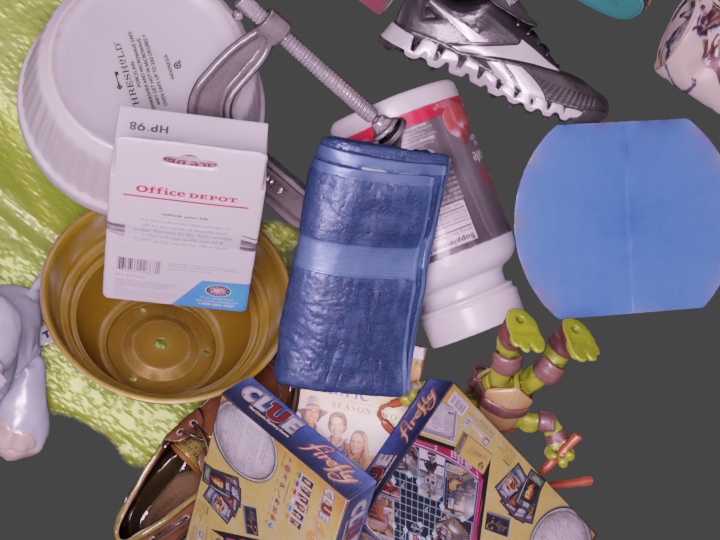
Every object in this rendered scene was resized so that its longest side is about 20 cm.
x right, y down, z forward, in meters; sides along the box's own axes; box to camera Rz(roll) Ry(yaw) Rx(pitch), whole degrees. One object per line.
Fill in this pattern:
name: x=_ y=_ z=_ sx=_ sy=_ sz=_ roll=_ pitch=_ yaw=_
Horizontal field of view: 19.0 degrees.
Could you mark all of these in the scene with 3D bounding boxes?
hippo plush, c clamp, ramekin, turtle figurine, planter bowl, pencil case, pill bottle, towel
hippo plush: x=-0.299 y=0.077 z=1.687 sx=0.199 sy=0.161 sz=0.160 roll=-23 pitch=90 yaw=-4
c clamp: x=-0.040 y=-0.130 z=1.652 sx=0.171 sy=0.027 sz=0.200 roll=-43 pitch=112 yaw=2
ramekin: x=-0.171 y=-0.147 z=1.710 sx=0.201 sy=0.094 sz=0.204 roll=3 pitch=71 yaw=-9
turtle figurine: x=0.127 y=0.102 z=1.744 sx=0.199 sy=0.065 sz=0.162 roll=21 pitch=131 yaw=-14
planter bowl: x=-0.158 y=0.040 z=1.721 sx=0.199 sy=0.084 sz=0.201 roll=5 pitch=55 yaw=-7
pencil case: x=0.338 y=-0.157 z=1.783 sx=0.199 sy=0.078 sz=0.090 roll=30 pitch=107 yaw=-3
pill bottle: x=0.059 y=-0.044 z=1.743 sx=0.110 sy=0.111 sz=0.201 roll=-21 pitch=90 yaw=-5
towel: x=0.000 y=0.000 z=1.659 sx=0.111 sy=0.049 sz=0.201 roll=6 pitch=104 yaw=-23

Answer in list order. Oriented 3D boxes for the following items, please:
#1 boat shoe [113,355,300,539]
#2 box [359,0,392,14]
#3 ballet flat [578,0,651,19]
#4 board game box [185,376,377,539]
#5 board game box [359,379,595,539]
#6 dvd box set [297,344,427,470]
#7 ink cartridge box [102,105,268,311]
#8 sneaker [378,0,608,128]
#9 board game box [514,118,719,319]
boat shoe: x=-0.122 y=0.150 z=1.721 sx=0.072 sy=0.068 sz=0.200 roll=37 pitch=96 yaw=23
box: x=-0.022 y=-0.322 z=1.746 sx=0.200 sy=0.109 sz=0.128 roll=37 pitch=86 yaw=-2
ballet flat: x=0.153 y=-0.268 z=1.771 sx=0.199 sy=0.068 sz=0.076 roll=15 pitch=61 yaw=-22
board game box: x=-0.067 y=0.197 z=1.652 sx=0.135 sy=0.201 sz=0.035 roll=38 pitch=44 yaw=24
board game box: x=0.086 y=0.201 z=1.696 sx=0.200 sy=0.035 sz=0.136 roll=47 pitch=67 yaw=-27
dvd box set: x=-0.035 y=0.146 z=1.771 sx=0.145 sy=0.029 sz=0.201 roll=13 pitch=88 yaw=-4
ink cartridge box: x=-0.131 y=-0.056 z=1.618 sx=0.115 sy=0.200 sz=0.067 roll=7 pitch=54 yaw=-5
sneaker: x=0.121 y=-0.186 z=1.768 sx=0.199 sy=0.066 sz=0.091 roll=24 pitch=102 yaw=-1
board game box: x=0.214 y=-0.044 z=1.789 sx=0.199 sy=0.039 sz=0.159 roll=-4 pitch=93 yaw=-17
